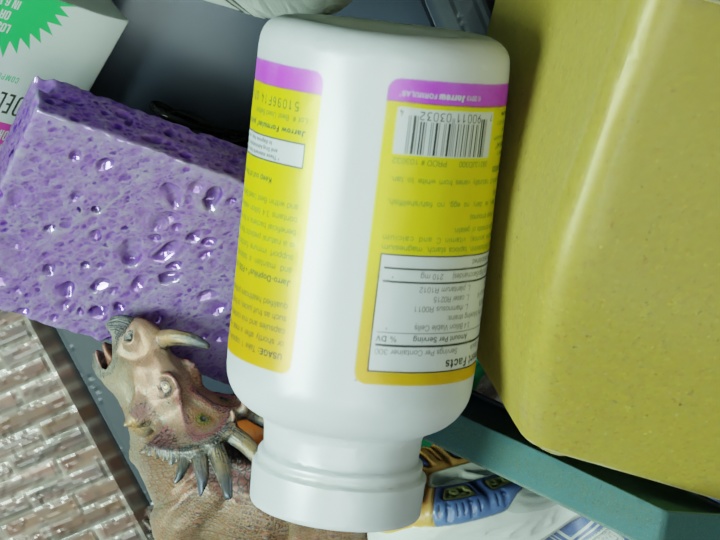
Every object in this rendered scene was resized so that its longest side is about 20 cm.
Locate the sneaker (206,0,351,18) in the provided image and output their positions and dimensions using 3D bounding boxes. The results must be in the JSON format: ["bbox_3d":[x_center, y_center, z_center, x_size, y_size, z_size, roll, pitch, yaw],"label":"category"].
[{"bbox_3d":[-0.082,-0.155,0.868,0.199,0.072,0.072,22,100,-43],"label":"sneaker"}]

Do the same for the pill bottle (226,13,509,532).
[{"bbox_3d":[0.000,0.000,0.881,0.103,0.104,0.202,6,99,-7],"label":"pill bottle"}]

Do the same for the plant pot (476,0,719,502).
[{"bbox_3d":[0.140,-0.020,0.895,0.194,0.194,0.201,18,105,-16],"label":"plant pot"}]

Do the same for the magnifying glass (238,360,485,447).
[{"bbox_3d":[0.029,0.072,1.041,0.198,0.022,0.080,-9,114,-2],"label":"magnifying glass"}]

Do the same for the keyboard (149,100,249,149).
[{"bbox_3d":[-0.050,-0.027,0.987,0.199,0.040,0.104,15,130,-17],"label":"keyboard"}]

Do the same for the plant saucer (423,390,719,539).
[{"bbox_3d":[0.079,0.080,0.932,0.070,0.199,0.019,9,98,-43],"label":"plant saucer"}]

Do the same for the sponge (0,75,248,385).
[{"bbox_3d":[-0.072,-0.006,0.954,0.199,0.030,0.112,19,126,-21],"label":"sponge"}]

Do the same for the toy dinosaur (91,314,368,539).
[{"bbox_3d":[-0.043,0.106,0.989,0.199,0.086,0.136,18,127,-29],"label":"toy dinosaur"}]

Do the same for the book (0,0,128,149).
[{"bbox_3d":[-0.204,-0.049,0.935,0.133,0.048,0.201,14,116,-42],"label":"book"}]

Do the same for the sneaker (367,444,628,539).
[{"bbox_3d":[0.098,0.120,1.008,0.198,0.075,0.089,-8,114,-13],"label":"sneaker"}]
